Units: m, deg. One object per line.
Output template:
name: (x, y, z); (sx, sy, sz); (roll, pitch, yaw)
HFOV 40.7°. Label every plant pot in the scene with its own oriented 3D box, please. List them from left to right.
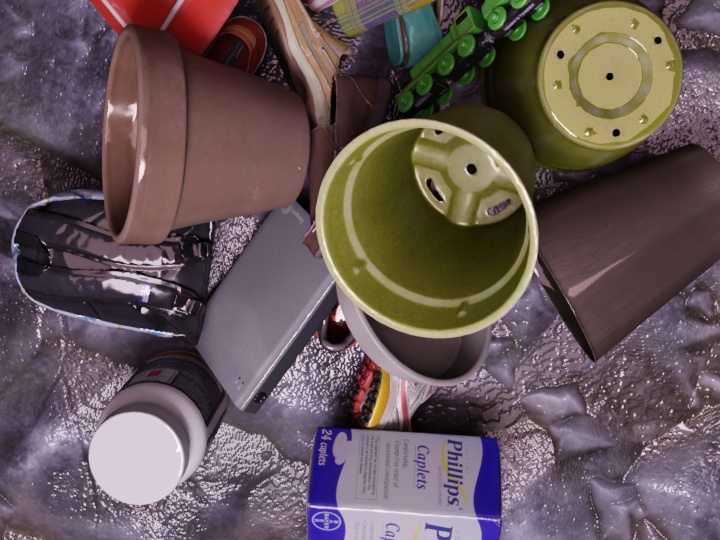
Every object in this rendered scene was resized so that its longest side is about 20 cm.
plant pot: (-0.147, -0.124, 0.933); (0.173, 0.200, 0.202); (1, 102, -25)
plant pot: (0.083, -0.069, 0.906); (0.199, 0.184, 0.202); (9, 118, 17)
plant pot: (0.224, -0.189, 0.943); (0.199, 0.193, 0.202); (0, 100, 2)

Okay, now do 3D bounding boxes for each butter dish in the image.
butter dish: (-0.179, -0.322, 0.968); (0.200, 0.148, 0.200); (50, 138, -1)

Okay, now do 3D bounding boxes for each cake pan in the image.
cake pan: (0.052, 0.023, 0.974); (0.037, 0.200, 0.201); (-29, 100, 42)

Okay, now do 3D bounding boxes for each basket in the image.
basket: (0.282, -0.031, 1.002); (0.199, 0.136, 0.181); (-29, 80, 3)

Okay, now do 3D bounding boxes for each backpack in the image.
backpack: (-0.266, -0.016, 1.033); (0.198, 0.154, 0.164); (2, 106, -19)

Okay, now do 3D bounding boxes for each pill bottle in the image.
pill bottle: (-0.211, 0.162, 1.023); (0.115, 0.200, 0.117); (0, 100, 2)

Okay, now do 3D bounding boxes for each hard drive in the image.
hard drive: (-0.094, 0.031, 1.036); (0.033, 0.140, 0.200); (25, 105, -47)

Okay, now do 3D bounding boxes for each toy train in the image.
toy train: (0.102, -0.219, 0.943); (0.042, 0.057, 0.200); (16, 140, -38)

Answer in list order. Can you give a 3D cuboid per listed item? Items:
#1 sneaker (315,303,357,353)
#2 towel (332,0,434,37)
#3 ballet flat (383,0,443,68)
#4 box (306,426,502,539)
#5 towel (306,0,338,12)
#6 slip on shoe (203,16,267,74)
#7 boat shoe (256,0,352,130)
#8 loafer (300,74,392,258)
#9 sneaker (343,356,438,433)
sneaker: (0.000, 0.000, 1.043); (0.076, 0.082, 0.201); (13, 101, 0)
towel: (0.022, -0.317, 0.945); (0.023, 0.199, 0.145); (-20, 97, -33)
ballet flat: (0.046, -0.312, 1.001); (0.070, 0.067, 0.202); (-17, 100, -19)
box: (0.045, 0.273, 1.045); (0.198, 0.105, 0.185); (3, 130, 2)
towel: (-0.049, -0.371, 0.957); (0.030, 0.146, 0.201); (-33, 101, -30)
slip on shoe: (-0.167, -0.177, 1.026); (0.074, 0.061, 0.200); (34, 108, -5)
boat shoe: (-0.044, -0.222, 1.020); (0.076, 0.072, 0.201); (-25, 106, -8)
loafer: (-0.028, -0.108, 0.968); (0.071, 0.073, 0.201); (19, 71, -8)
sneaker: (0.050, 0.095, 1.073); (0.082, 0.078, 0.201); (18, 97, -29)
